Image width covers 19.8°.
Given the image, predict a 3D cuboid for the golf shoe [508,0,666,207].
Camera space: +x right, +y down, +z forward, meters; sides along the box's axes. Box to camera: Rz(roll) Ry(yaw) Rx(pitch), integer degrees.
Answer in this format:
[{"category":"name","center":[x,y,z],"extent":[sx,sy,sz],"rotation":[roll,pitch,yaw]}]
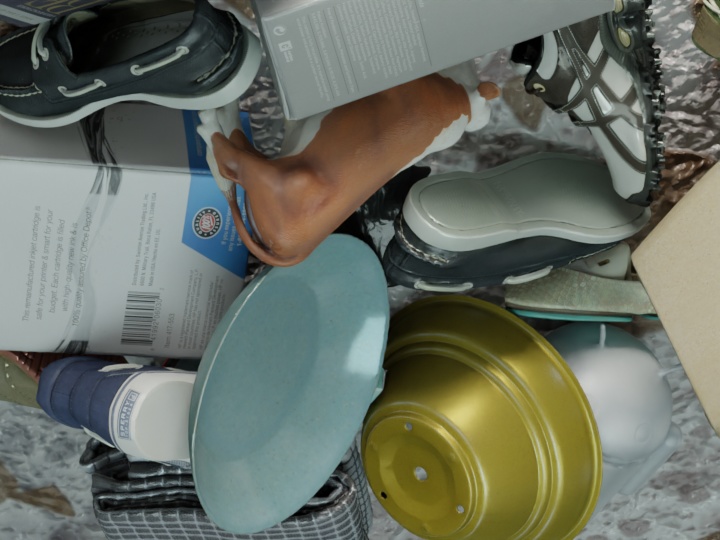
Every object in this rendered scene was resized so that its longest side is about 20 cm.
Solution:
[{"category":"golf shoe","center":[0.142,-0.123,1.281],"extent":[0.094,0.078,0.201],"rotation":[-5,129,12]}]

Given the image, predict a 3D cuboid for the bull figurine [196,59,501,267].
[{"category":"bull figurine","center":[-0.008,-0.093,1.244],"extent":[0.122,0.200,0.065],"rotation":[49,157,-4]}]

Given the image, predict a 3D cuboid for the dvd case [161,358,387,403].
[{"category":"dvd case","center":[-0.082,0.101,1.454],"extent":[0.145,0.022,0.200],"rotation":[11,154,-17]}]

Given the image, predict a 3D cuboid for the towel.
[{"category":"towel","center":[-0.093,0.178,1.485],"extent":[0.198,0.086,0.166],"rotation":[-3,154,5]}]

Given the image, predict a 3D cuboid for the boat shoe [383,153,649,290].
[{"category":"boat shoe","center":[0.099,-0.028,1.326],"extent":[0.199,0.076,0.061],"rotation":[-2,139,-34]}]

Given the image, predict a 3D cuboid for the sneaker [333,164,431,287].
[{"category":"sneaker","center":[0.000,-0.002,1.382],"extent":[0.103,0.060,0.201],"rotation":[-4,132,2]}]

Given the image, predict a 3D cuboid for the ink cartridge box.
[{"category":"ink cartridge box","center":[-0.172,-0.027,1.300],"extent":[0.198,0.086,0.147],"rotation":[4,125,-11]}]

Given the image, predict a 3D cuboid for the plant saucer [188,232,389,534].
[{"category":"plant saucer","center":[-0.054,0.066,1.304],"extent":[0.038,0.201,0.202],"rotation":[23,146,30]}]

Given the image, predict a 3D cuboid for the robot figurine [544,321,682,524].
[{"category":"robot figurine","center":[0.148,0.116,1.485],"extent":[0.168,0.114,0.200],"rotation":[17,131,-26]}]

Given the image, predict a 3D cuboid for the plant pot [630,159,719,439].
[{"category":"plant pot","center":[0.287,0.024,1.302],"extent":[0.176,0.201,0.200],"rotation":[-29,153,11]}]

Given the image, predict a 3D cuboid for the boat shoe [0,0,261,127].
[{"category":"boat shoe","center":[-0.151,-0.130,1.185],"extent":[0.198,0.076,0.060],"rotation":[-6,151,31]}]

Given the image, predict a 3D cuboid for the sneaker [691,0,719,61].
[{"category":"sneaker","center":[0.240,-0.162,1.249],"extent":[0.089,0.067,0.200],"rotation":[-29,135,13]}]

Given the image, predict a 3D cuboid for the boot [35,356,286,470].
[{"category":"boot","center":[-0.118,0.091,1.348],"extent":[0.090,0.073,0.200],"rotation":[16,176,34]}]

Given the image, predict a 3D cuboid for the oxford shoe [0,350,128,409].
[{"category":"oxford shoe","center":[-0.239,0.058,1.401],"extent":[0.199,0.071,0.074],"rotation":[33,130,-17]}]

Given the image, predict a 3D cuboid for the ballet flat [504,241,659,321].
[{"category":"ballet flat","center":[0.192,0.006,1.429],"extent":[0.198,0.067,0.063],"rotation":[4,96,-16]}]

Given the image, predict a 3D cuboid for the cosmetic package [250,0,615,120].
[{"category":"cosmetic package","center":[0.034,-0.175,1.165],"extent":[0.198,0.107,0.091],"rotation":[-16,137,-1]}]

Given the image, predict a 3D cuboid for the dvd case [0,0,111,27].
[{"category":"dvd case","center":[-0.120,-0.168,1.075],"extent":[0.198,0.016,0.149],"rotation":[-14,176,14]}]

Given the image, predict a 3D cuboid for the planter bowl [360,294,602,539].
[{"category":"planter bowl","center":[0.062,0.125,1.420],"extent":[0.083,0.200,0.201],"rotation":[-31,157,-47]}]
